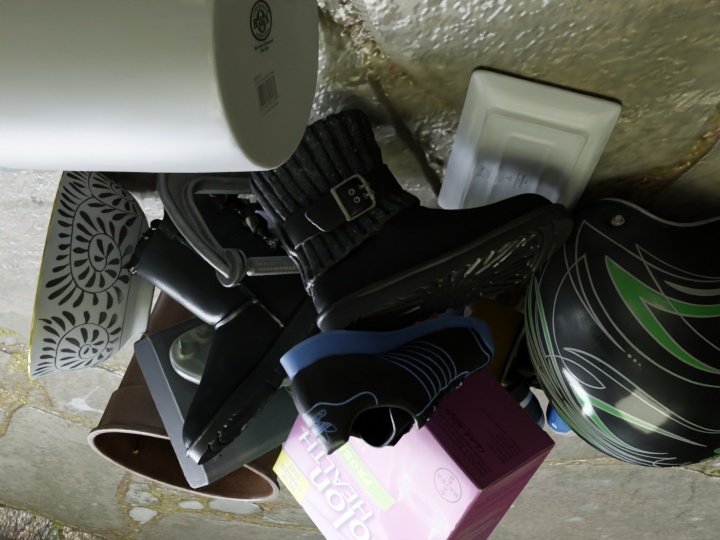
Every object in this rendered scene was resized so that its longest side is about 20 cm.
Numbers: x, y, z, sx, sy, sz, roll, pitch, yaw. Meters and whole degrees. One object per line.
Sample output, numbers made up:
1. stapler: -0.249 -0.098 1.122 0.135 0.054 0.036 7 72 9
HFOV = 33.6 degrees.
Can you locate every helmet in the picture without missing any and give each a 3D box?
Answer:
1. helmet: 0.220 0.047 0.910 0.188 0.203 0.200 1 158 -12

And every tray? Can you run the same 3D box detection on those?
1. tray: 0.118 -0.075 0.889 0.106 0.022 0.201 15 156 3

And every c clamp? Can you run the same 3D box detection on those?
1. c clamp: -0.060 -0.025 0.922 0.198 0.172 0.027 3 141 -44

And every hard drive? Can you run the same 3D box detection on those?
1. hard drive: -0.105 0.099 1.120 0.033 0.141 0.199 -24 179 43

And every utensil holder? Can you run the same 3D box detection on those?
1. utensil holder: -0.143 -0.143 0.723 0.197 0.172 0.170 2 153 20

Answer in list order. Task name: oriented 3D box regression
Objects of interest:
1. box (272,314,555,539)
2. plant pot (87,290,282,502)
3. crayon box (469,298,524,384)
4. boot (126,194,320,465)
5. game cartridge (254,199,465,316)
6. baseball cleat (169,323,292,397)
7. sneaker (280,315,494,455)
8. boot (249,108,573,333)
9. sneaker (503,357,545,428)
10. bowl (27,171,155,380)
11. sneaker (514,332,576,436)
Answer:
1. box: 0.037 0.157 1.005 0.176 0.096 0.201 48 136 23
2. plant pot: -0.153 0.108 1.220 0.197 0.201 0.201 12 155 6
3. crayon box: 0.098 0.116 1.096 0.051 0.126 0.202 23 126 8
4. boot: -0.124 0.034 0.981 0.162 0.199 0.073 39 -179 10
5. game cartridge: 0.000 0.000 1.066 0.197 0.039 0.130 13 143 5
6. baseball cleat: -0.074 0.092 1.078 0.197 0.070 0.107 -1 144 -12
7. sneaker: 0.031 0.084 0.860 0.198 0.079 0.070 -5 154 -42
8. boot: 0.035 -0.050 0.875 0.209 0.159 0.080 -21 158 -5
9. sneaker: 0.096 0.101 1.239 0.198 0.073 0.113 12 136 38
10. bowl: -0.228 0.005 1.058 0.093 0.203 0.201 10 157 -8
11. sneaker: 0.190 0.094 1.133 0.110 0.078 0.200 13 152 -10
